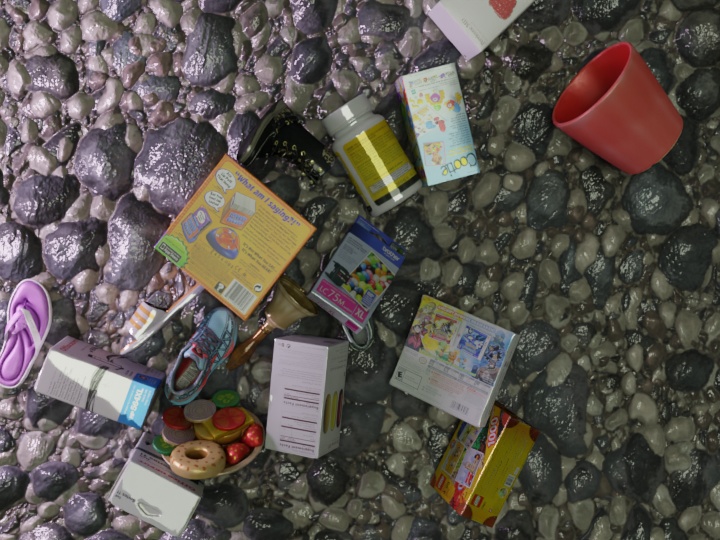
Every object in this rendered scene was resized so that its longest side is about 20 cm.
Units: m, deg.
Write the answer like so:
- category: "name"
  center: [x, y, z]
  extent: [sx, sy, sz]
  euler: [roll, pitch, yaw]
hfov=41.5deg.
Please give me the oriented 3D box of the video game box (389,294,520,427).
- category: "video game box"
  center: [0.173, 0.166, 1.764]
  extent: [0.198, 0.047, 0.185]
  euler: [23, 94, 27]

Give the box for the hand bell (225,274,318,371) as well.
- category: "hand bell"
  center: [-0.181, 0.114, 1.765]
  extent: [0.104, 0.104, 0.200]
  euler: [43, 100, -6]

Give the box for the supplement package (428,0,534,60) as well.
- category: "supplement package"
  center: [0.241, -0.502, 1.736]
  extent: [0.200, 0.120, 0.121]
  euler: [-44, 97, -1]

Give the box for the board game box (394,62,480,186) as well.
- category: "board game box"
  center: [0.140, -0.265, 1.750]
  extent: [0.103, 0.103, 0.203]
  euler: [-14, 95, -5]

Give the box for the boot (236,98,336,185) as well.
- category: "boot"
  center: [-0.127, -0.210, 1.694]
  extent: [0.153, 0.204, 0.073]
  euler: [41, 124, -12]

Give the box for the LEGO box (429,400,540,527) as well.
- category: "LEGO box"
  center: [0.229, 0.350, 1.771]
  extent: [0.076, 0.149, 0.202]
  euler: [26, 91, -22]

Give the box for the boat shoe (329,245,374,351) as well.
- category: "boat shoe"
  center: [-0.014, 0.052, 1.777]
  extent: [0.072, 0.062, 0.203]
  euler: [-12, 94, -1]

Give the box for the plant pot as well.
- category: "plant pot"
  center: [0.483, -0.288, 1.748]
  extent: [0.177, 0.200, 0.201]
  euler: [38, 90, -16]

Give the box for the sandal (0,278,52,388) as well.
- category: "sandal"
  center: [-0.615, 0.119, 1.730]
  extent: [0.081, 0.050, 0.206]
  euler: [13, 92, -6]

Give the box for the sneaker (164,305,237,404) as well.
- category: "sneaker"
  center: [-0.286, 0.155, 1.730]
  extent: [0.079, 0.096, 0.202]
  euler: [29, 77, -1]

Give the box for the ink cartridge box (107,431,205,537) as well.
- category: "ink cartridge box"
  center: [-0.356, 0.378, 1.697]
  extent: [0.145, 0.200, 0.084]
  euler: [29, 92, -7]

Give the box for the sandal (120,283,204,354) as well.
- category: "sandal"
  center: [-0.370, 0.071, 1.742]
  extent: [0.206, 0.079, 0.059]
  euler: [-43, 95, -10]

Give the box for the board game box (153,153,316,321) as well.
- category: "board game box"
  center: [-0.217, -0.061, 1.681]
  extent: [0.199, 0.200, 0.201]
  euler: [39, 90, -6]

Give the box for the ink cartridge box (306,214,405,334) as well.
- category: "ink cartridge box"
  center: [0.000, 0.000, 1.748]
  extent: [0.119, 0.042, 0.201]
  euler: [35, 62, -6]

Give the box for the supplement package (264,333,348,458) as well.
- category: "supplement package"
  center: [-0.097, 0.227, 1.741]
  extent: [0.108, 0.114, 0.204]
  euler: [7, 94, 19]

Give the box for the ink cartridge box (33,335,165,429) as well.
- category: "ink cartridge box"
  center: [-0.463, 0.199, 1.702]
  extent: [0.198, 0.146, 0.085]
  euler: [22, 93, -7]

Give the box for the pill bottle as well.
- category: "pill bottle"
  center: [0.019, -0.212, 1.737]
  extent: [0.113, 0.114, 0.202]
  euler: [-32, 97, -3]

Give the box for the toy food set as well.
- category: "toy food set"
  center: [-0.272, 0.297, 1.711]
  extent: [0.198, 0.197, 0.049]
  euler: [-20, 127, -29]
